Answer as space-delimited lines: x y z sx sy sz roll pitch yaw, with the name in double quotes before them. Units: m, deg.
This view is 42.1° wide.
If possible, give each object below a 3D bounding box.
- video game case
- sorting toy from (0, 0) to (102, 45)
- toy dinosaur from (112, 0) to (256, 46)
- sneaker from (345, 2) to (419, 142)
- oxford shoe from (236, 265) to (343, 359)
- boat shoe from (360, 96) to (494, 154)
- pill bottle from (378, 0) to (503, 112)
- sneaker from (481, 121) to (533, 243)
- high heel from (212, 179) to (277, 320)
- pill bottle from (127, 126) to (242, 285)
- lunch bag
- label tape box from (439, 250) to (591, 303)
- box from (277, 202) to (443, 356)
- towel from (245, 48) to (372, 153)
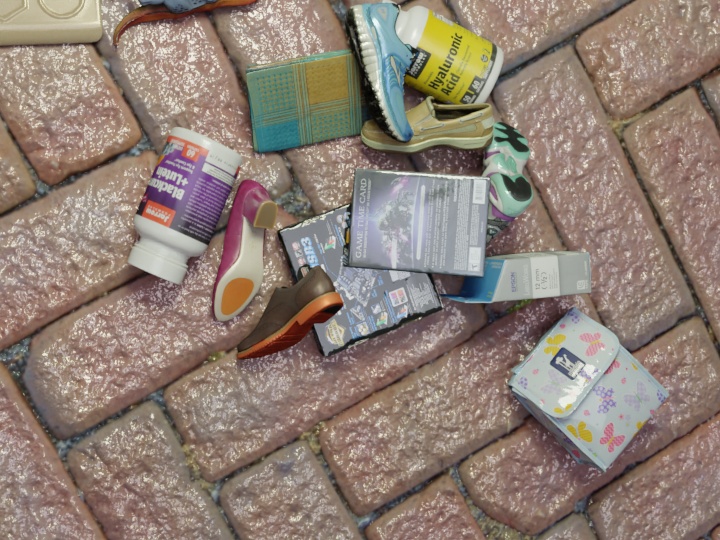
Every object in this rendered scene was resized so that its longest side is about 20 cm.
"video game case" 0.084 -0.069 1.353 0.197 0.019 0.145 4 89 5
"sorting toy" -0.459 -0.418 1.302 0.182 0.036 0.203 -5 97 -13
"toy dinosaur" -0.239 -0.401 1.348 0.180 0.106 0.201 15 127 -26
"sneaker" 0.047 -0.276 1.306 0.089 0.078 0.202 -19 111 -9
"oxford shoe" -0.110 0.065 1.353 0.199 0.071 0.073 -34 71 26
"boat shoe" 0.098 -0.223 1.379 0.197 0.072 0.077 -4 134 0
"pill bottle" 0.103 -0.322 1.392 0.198 0.111 0.113 24 87 -12
"sneaker" 0.196 -0.127 1.433 0.077 0.201 0.140 23 132 -13
"high heel" -0.182 -0.031 1.373 0.067 0.096 0.202 6 112 -32
"pill bottle" -0.252 -0.088 1.318 0.110 0.111 0.202 23 87 -13
"lunch bag" 0.347 0.184 1.461 0.170 0.127 0.200 -45 94 -10
"label tape box" 0.227 0.008 1.414 0.197 0.143 0.067 -3 93 -13
"box" 0.000 0.000 1.403 0.196 0.050 0.202 -22 95 -9
"towel" -0.067 -0.248 1.363 0.197 0.022 0.148 -14 135 -14
